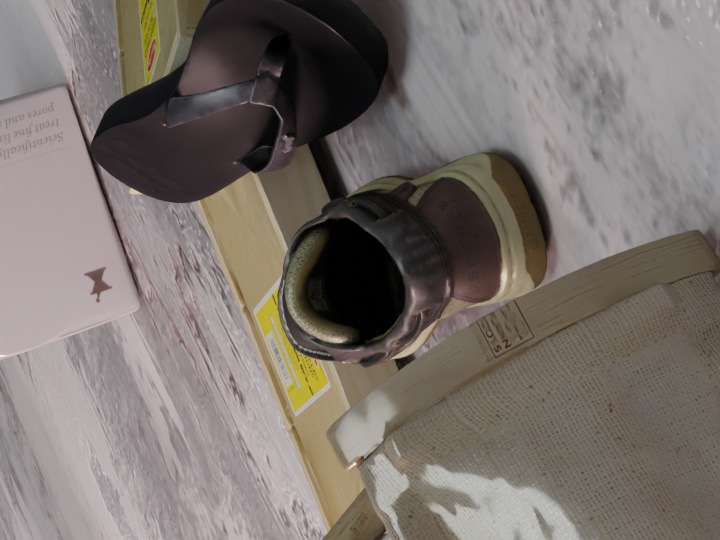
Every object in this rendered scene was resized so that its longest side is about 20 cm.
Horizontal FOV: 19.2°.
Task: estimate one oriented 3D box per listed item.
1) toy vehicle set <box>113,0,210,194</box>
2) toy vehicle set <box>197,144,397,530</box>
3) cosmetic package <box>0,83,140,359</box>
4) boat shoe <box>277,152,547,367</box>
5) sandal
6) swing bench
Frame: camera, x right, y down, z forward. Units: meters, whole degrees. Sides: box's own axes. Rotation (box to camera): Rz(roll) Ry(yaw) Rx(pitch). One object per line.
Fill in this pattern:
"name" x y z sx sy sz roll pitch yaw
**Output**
"toy vehicle set" -0.089 -0.126 0.987 0.200 0.026 0.125 126 140 -69
"toy vehicle set" -0.022 0.031 0.991 0.200 0.026 0.124 68 163 7
"cosmetic package" -0.273 -0.023 1.489 0.200 0.165 0.165 -3 106 71
"boat shoe" 0.001 0.001 0.823 0.201 0.066 0.072 -22 84 65
"sandal" -0.051 -0.062 0.873 0.200 0.076 0.043 -35 31 57
"swing bench" 0.077 0.131 0.657 0.199 0.130 0.200 63 161 23
